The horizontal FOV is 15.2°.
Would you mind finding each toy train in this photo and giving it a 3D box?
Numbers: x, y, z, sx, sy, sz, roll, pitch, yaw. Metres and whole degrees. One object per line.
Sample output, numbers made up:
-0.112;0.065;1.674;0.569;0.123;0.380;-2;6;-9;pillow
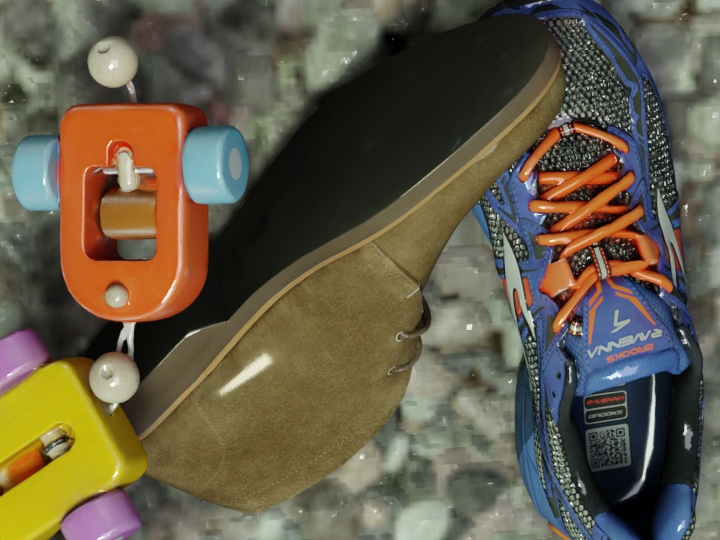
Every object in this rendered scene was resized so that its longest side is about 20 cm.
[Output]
-0.119;0.013;0.822;0.198;0.056;0.152;-5;89;21;toy train

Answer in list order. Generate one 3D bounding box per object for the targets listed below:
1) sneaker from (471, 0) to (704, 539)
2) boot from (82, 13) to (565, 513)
0.079;0.006;0.861;0.075;0.078;0.201;-17;108;-6;sneaker
0.000;0.000;0.844;0.075;0.074;0.200;38;114;-24;boot
